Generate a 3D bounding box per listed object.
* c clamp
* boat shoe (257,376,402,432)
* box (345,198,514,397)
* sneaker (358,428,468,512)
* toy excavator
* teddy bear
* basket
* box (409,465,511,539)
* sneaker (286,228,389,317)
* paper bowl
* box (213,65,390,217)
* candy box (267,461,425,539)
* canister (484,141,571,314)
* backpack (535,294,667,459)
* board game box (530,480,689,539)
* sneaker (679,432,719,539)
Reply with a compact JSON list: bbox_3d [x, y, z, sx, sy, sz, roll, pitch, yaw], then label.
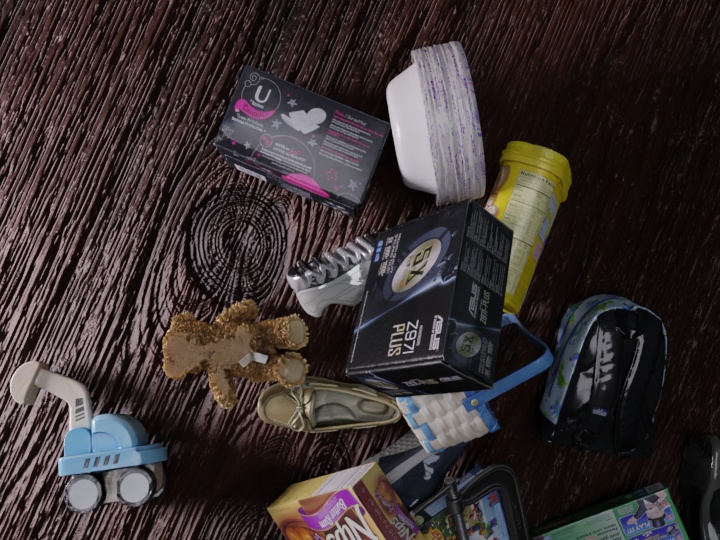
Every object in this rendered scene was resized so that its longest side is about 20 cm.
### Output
[{"bbox_3d":[0.150,0.340,0.825,0.170,0.027,0.201,-28,108,-30],"label":"c clamp"},{"bbox_3d":[-0.044,0.189,0.885,0.199,0.063,0.074,5,89,-4],"label":"boat shoe"},{"bbox_3d":[0.082,0.039,0.759,0.086,0.163,0.201,30,61,-31],"label":"box"},{"bbox_3d":[0.102,0.295,0.890,0.201,0.077,0.147,-28,102,-15],"label":"sneaker"},{"bbox_3d":[-0.361,0.216,0.860,0.193,0.100,0.202,-6,77,-6],"label":"toy excavator"},{"bbox_3d":[-0.167,0.111,0.879,0.199,0.067,0.146,-15,86,-7],"label":"teddy bear"},{"bbox_3d":[0.142,0.135,0.843,0.199,0.176,0.140,-29,101,2],"label":"basket"},{"bbox_3d":[0.141,0.385,0.858,0.136,0.038,0.201,-25,108,-25],"label":"box"},{"bbox_3d":[0.000,0.000,0.894,0.199,0.075,0.082,-21,109,-5],"label":"sneaker"},{"bbox_3d":[0.094,-0.185,0.831,0.104,0.201,0.202,-11,90,7],"label":"paper bowl"},{"bbox_3d":[-0.073,-0.166,0.854,0.199,0.132,0.115,23,86,-2],"label":"box"},{"bbox_3d":[-0.024,0.326,0.826,0.056,0.200,0.117,-34,92,-45],"label":"candy box"},{"bbox_3d":[0.206,-0.051,0.860,0.086,0.148,0.201,21,87,23],"label":"canister"},{"bbox_3d":[0.336,0.134,0.881,0.162,0.154,0.201,8,110,-1],"label":"backpack"},{"bbox_3d":[0.360,0.399,0.904,0.199,0.029,0.135,-24,91,8],"label":"board game box"},{"bbox_3d":[0.526,0.327,0.914,0.113,0.076,0.201,-4,92,-5],"label":"sneaker"}]
